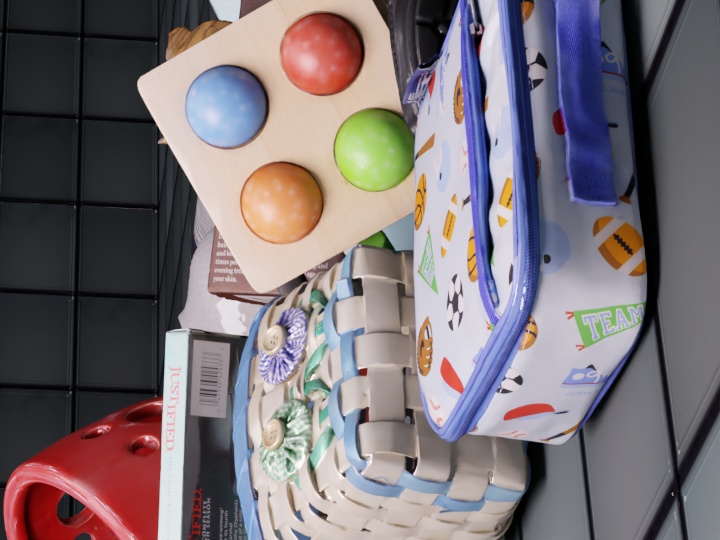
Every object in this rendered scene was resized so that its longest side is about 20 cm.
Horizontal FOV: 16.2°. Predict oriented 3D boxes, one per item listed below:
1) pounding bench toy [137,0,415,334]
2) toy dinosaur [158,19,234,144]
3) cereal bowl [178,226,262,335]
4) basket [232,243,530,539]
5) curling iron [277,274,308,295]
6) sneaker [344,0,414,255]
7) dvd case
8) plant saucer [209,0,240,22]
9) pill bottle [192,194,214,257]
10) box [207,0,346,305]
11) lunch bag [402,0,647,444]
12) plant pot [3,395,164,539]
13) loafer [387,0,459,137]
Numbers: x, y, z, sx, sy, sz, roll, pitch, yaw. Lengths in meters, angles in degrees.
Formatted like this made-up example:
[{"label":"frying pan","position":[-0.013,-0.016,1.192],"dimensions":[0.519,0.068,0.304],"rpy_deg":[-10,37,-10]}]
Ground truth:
[{"label":"pounding bench toy","position":[-0.008,-0.045,1.312],"dimensions":[0.200,0.124,0.156],"rpy_deg":[60,-174,-6]},{"label":"toy dinosaur","position":[-0.076,-0.119,1.450],"dimensions":[0.200,0.060,0.107],"rpy_deg":[-3,78,57]},{"label":"cereal bowl","position":[-0.067,0.061,1.693],"dimensions":[0.200,0.083,0.201],"rpy_deg":[159,90,-86]},{"label":"basket","position":[0.002,0.086,1.250],"dimensions":[0.200,0.139,0.177],"rpy_deg":[119,155,-53]},{"label":"curling iron","position":[-0.016,0.053,1.448],"dimensions":[0.200,0.025,0.050],"rpy_deg":[61,-159,-28]},{"label":"sneaker","position":[0.022,-0.084,1.414],"dimensions":[0.082,0.074,0.201],"rpy_deg":[-2,97,59]},{"label":"dvd case","position":[-0.032,0.112,1.385],"dimensions":[0.022,0.200,0.147],"rpy_deg":[-3,83,41]},{"label":"plant saucer","position":[-0.080,-0.216,1.622],"dimensions":[0.201,0.039,0.201],"rpy_deg":[61,168,22]},{"label":"pill bottle","position":[-0.063,-0.044,1.831],"dimensions":[0.112,0.111,0.200],"rpy_deg":[-97,12,-49]},{"label":"box","position":[-0.023,-0.078,1.502],"dimensions":[0.075,0.100,0.201],"rpy_deg":[12,-98,-55]},{"label":"lunch bag","position":[0.069,-0.038,1.071],"dimensions":[0.160,0.075,0.201],"rpy_deg":[110,160,-57]},{"label":"plant pot","position":[-0.088,0.160,1.527],"dimensions":[0.200,0.182,0.201],"rpy_deg":[38,146,32]},{"label":"loafer","position":[0.046,-0.139,1.246],"dimensions":[0.070,0.068,0.201],"rpy_deg":[129,152,-53]}]
